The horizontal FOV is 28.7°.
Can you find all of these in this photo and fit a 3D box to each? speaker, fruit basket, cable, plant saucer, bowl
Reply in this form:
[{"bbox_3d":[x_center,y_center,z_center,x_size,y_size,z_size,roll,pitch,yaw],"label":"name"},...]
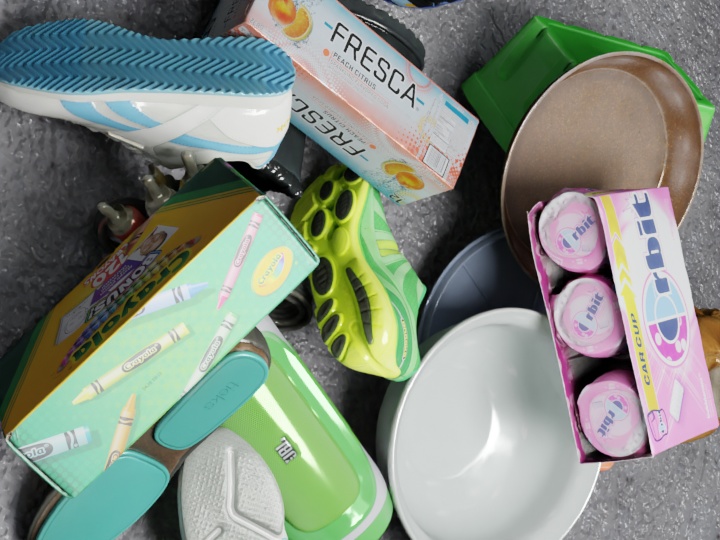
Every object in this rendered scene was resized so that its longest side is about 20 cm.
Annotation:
[{"bbox_3d":[-0.059,0.110,0.974,0.201,0.088,0.089,55,51,-20],"label":"speaker"},{"bbox_3d":[0.186,-0.094,1.227,0.214,0.216,0.156,20,29,-39],"label":"fruit basket"},{"bbox_3d":[-0.107,-0.001,0.963,0.200,0.096,0.051,53,14,-41],"label":"cable"},{"bbox_3d":[0.189,-0.080,1.132,0.198,0.034,0.202,-11,115,-25],"label":"plant saucer"},{"bbox_3d":[0.084,0.124,1.080,0.199,0.090,0.203,-4,98,-31],"label":"bowl"}]

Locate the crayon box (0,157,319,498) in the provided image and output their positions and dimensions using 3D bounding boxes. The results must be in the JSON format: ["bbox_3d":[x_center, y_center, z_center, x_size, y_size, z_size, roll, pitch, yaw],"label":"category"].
[{"bbox_3d":[-0.127,0.029,0.843,0.200,0.119,0.058,-44,114,-4],"label":"crayon box"}]

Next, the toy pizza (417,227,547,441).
[{"bbox_3d":[0.124,0.063,1.169,0.198,0.032,0.203,-4,97,-31],"label":"toy pizza"}]

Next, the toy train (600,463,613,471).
[{"bbox_3d":[0.226,0.096,1.263,0.149,0.055,0.202,12,74,-41],"label":"toy train"}]

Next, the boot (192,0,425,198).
[{"bbox_3d":[-0.046,-0.131,1.042,0.197,0.073,0.164,24,64,-30],"label":"boot"}]

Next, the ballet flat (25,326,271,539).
[{"bbox_3d":[-0.136,0.101,0.890,0.200,0.069,0.068,-42,133,5],"label":"ballet flat"}]

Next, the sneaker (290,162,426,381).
[{"bbox_3d":[0.000,0.000,1.036,0.084,0.074,0.201,41,30,-44],"label":"sneaker"}]

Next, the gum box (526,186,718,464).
[{"bbox_3d":[0.197,0.033,1.058,0.113,0.066,0.202,-8,86,-51],"label":"gum box"}]

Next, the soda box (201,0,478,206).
[{"bbox_3d":[-0.012,-0.129,0.985,0.199,0.068,0.064,37,61,-27],"label":"soda box"}]

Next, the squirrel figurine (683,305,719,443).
[{"bbox_3d":[0.315,0.084,1.179,0.199,0.185,0.143,-6,97,-48],"label":"squirrel figurine"}]

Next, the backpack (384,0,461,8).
[{"bbox_3d":[0.041,-0.311,1.085,0.135,0.182,0.201,-48,117,-31],"label":"backpack"}]

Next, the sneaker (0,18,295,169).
[{"bbox_3d":[-0.144,-0.108,0.911,0.198,0.081,0.077,7,47,-3],"label":"sneaker"}]

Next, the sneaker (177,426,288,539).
[{"bbox_3d":[-0.078,0.198,0.944,0.070,0.080,0.202,-22,102,-15],"label":"sneaker"}]
